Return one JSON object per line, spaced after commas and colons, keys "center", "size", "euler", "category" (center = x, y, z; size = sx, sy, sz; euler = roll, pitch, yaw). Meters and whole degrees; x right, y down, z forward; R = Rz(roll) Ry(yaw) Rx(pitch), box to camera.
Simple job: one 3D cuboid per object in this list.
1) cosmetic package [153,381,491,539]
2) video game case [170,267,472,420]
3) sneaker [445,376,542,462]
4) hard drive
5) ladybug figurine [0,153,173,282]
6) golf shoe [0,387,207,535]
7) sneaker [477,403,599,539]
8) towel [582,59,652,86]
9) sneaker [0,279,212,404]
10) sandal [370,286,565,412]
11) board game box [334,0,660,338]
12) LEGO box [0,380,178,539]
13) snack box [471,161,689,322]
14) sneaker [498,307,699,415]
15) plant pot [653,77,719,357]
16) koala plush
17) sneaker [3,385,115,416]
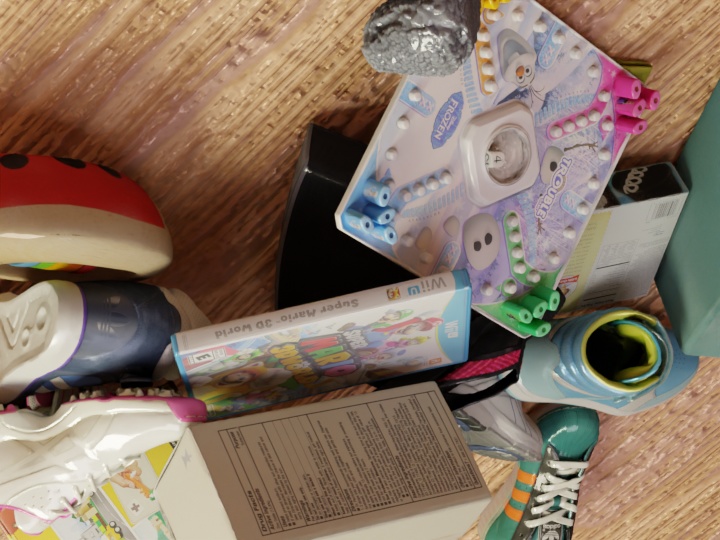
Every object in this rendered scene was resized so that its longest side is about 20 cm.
{"center": [-0.026, 0.152, 1.334], "size": [0.198, 0.104, 0.087], "euler": [-7, 147, -31], "category": "cosmetic package"}
{"center": [-0.023, 0.053, 1.339], "size": [0.198, 0.018, 0.143], "euler": [-13, 157, -3], "category": "video game case"}
{"center": [0.102, 0.099, 1.567], "size": [0.074, 0.088, 0.200], "euler": [6, 162, 26], "category": "sneaker"}
{"center": [0.000, 0.000, 1.412], "size": [0.134, 0.042, 0.201], "euler": [23, 135, 13], "category": "hard drive"}
{"center": [-0.205, -0.034, 1.303], "size": [0.135, 0.073, 0.199], "euler": [-5, 172, 31], "category": "ladybug figurine"}
{"center": [-0.193, 0.129, 1.331], "size": [0.198, 0.093, 0.075], "euler": [-10, 171, 18], "category": "golf shoe"}
{"center": [0.161, 0.197, 1.684], "size": [0.071, 0.080, 0.201], "euler": [3, 133, -21], "category": "sneaker"}
{"center": [0.143, -0.075, 1.454], "size": [0.085, 0.018, 0.201], "euler": [-1, 133, -25], "category": "towel"}
{"center": [-0.189, 0.056, 1.389], "size": [0.145, 0.081, 0.199], "euler": [8, 163, -33], "category": "sneaker"}
{"center": [0.075, 0.080, 1.442], "size": [0.199, 0.045, 0.075], "euler": [-33, 153, -18], "category": "sandal"}
{"center": [0.100, -0.078, 1.336], "size": [0.199, 0.026, 0.201], "euler": [30, 85, -37], "category": "board game box"}
{"center": [-0.143, 0.204, 1.402], "size": [0.148, 0.201, 0.077], "euler": [-35, 177, 6], "category": "LEGO box"}
{"center": [0.139, -0.014, 1.466], "size": [0.198, 0.037, 0.117], "euler": [-11, 141, -23], "category": "snack box"}
{"center": [0.217, 0.071, 1.528], "size": [0.198, 0.080, 0.130], "euler": [-1, 174, -35], "category": "sneaker"}
{"center": [0.309, -0.029, 1.469], "size": [0.140, 0.142, 0.201], "euler": [5, 136, -23], "category": "plant pot"}
{"center": [-0.036, -0.223, 1.165], "size": [0.198, 0.185, 0.178], "euler": [-5, 140, 17], "category": "koala plush"}
{"center": [-0.223, 0.116, 1.472], "size": [0.198, 0.082, 0.089], "euler": [-4, 137, -16], "category": "sneaker"}
